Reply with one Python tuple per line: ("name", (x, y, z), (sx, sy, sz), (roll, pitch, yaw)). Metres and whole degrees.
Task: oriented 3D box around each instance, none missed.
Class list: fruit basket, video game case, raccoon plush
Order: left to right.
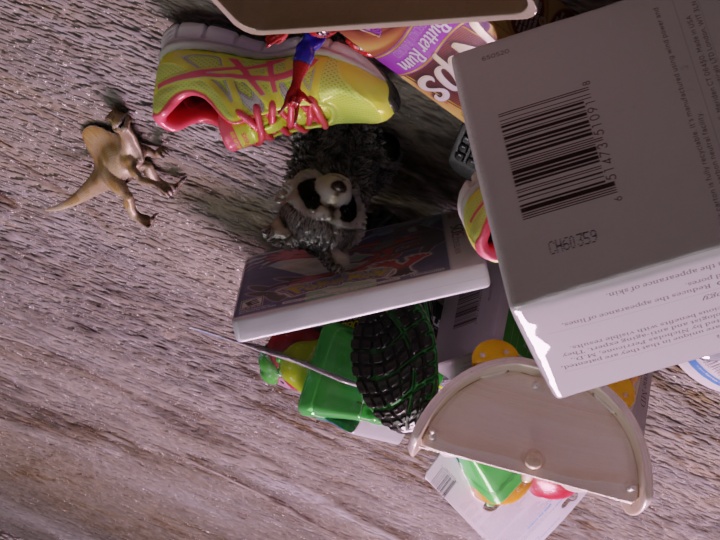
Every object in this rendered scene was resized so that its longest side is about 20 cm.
("fruit basket", (-0.034, 0.098, 1.708), (0.200, 0.094, 0.185), (9, 173, 38))
("raccoon plush", (-0.026, -0.040, 1.495), (0.097, 0.134, 0.200), (14, 156, 9))
("video game case", (0.000, 0.000, 1.468), (0.200, 0.023, 0.182), (-13, -165, 4))
("fruit basket", (0.165, 0.176, 1.776), (0.094, 0.185, 0.200), (39, 174, 43))

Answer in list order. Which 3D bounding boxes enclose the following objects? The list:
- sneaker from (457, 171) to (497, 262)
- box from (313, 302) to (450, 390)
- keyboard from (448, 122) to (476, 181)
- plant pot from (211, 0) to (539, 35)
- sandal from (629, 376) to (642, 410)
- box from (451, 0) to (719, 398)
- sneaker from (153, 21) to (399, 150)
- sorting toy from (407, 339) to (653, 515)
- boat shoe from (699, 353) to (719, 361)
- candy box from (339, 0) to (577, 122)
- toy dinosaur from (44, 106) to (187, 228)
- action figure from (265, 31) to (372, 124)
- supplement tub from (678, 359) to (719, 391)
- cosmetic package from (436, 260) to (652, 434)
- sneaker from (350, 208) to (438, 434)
("sneaker", (0.161, -0.057, 1.279), (0.200, 0.090, 0.078), (-28, 110, 18))
("box", (0.068, 0.093, 1.828), (0.200, 0.044, 0.160), (35, 153, -31))
("keyboard", (0.162, -0.065, 1.349), (0.200, 0.040, 0.104), (28, 124, 8))
("plant pot", (-0.009, -0.256, 0.958), (0.200, 0.177, 0.200), (2, 151, 36))
("sandal", (0.215, 0.061, 1.527), (0.080, 0.054, 0.200), (-3, 129, -16))
("box", (0.181, -0.054, 1.150), (0.200, 0.199, 0.131), (-17, 148, 9))
("sneaker", (-0.068, -0.126, 1.380), (0.200, 0.090, 0.078), (8, 153, 22))
("sorting toy", (0.141, 0.146, 1.553), (0.200, 0.107, 0.180), (15, 159, 1))
("boat shoe", (0.242, -0.010, 1.255), (0.075, 0.202, 0.086), (21, 145, -6))
("candy box", (0.061, -0.173, 1.242), (0.200, 0.057, 0.117), (32, 153, -29))
("toy dinosaur", (-0.216, -0.090, 1.660), (0.101, 0.058, 0.200), (38, 147, -4))
("action figure", (-0.078, -0.181, 1.286), (0.200, 0.099, 0.065), (23, 158, -14))
("supplement tub", (0.320, 0.010, 1.342), (0.132, 0.132, 0.200), (27, 155, -16))
("cosmetic package", (0.166, 0.079, 1.634), (0.200, 0.108, 0.085), (32, 144, -30))
("sneaker", (0.041, 0.048, 1.582), (0.078, 0.200, 0.085), (-17, 152, 24))
